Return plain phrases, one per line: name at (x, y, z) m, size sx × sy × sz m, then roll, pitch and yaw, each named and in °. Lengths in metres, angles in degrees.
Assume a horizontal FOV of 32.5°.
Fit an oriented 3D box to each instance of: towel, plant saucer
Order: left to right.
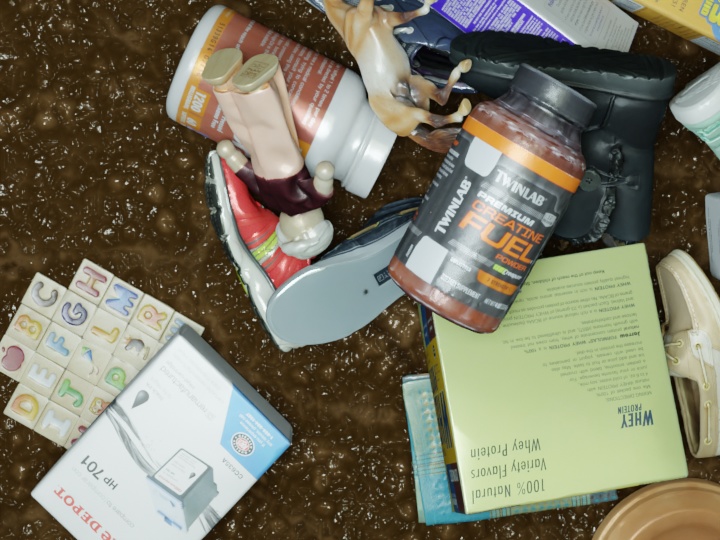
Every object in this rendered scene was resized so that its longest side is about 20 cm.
towel at (0.144, 0.163, 1.192) m, size 0.196 × 0.022 × 0.149 m, roll -7°, pitch 95°, yaw -3°
plant saucer at (0.316, 0.305, 1.200) m, size 0.196 × 0.037 × 0.204 m, roll 0°, pitch 95°, yaw -2°

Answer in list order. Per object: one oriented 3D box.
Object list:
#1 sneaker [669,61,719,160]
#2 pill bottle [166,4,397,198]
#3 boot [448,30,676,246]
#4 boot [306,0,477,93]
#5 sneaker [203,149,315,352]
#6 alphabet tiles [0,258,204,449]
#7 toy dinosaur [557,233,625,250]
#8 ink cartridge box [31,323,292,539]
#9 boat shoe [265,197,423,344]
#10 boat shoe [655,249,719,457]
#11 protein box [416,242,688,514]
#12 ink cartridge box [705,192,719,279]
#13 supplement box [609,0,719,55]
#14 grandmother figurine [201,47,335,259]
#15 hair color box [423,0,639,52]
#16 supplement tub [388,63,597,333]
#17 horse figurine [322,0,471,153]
sneaker at (0.334, -0.123, 1.084) m, size 0.073 × 0.200 × 0.119 m, roll -33°, pitch 90°, yaw 23°
pill bottle at (-0.066, -0.146, 1.113) m, size 0.198 × 0.112 × 0.114 m, roll 26°, pitch 93°, yaw -3°
boot at (0.165, -0.109, 1.070) m, size 0.197 × 0.077 × 0.170 m, roll 10°, pitch 121°, yaw 7°
boot at (0.028, -0.227, 1.112) m, size 0.197 × 0.091 × 0.073 m, roll 19°, pitch 127°, yaw -4°
sneaker at (-0.083, -0.027, 1.150) m, size 0.084 × 0.077 × 0.202 m, roll -27°, pitch 105°, yaw -10°
alphabet tiles at (-0.244, 0.095, 1.178) m, size 0.198 × 0.006 × 0.168 m, roll 30°, pitch 93°, yaw -4°
toy dinosaur at (0.170, -0.084, 1.163) m, size 0.106 × 0.060 × 0.201 m, roll -44°, pitch 105°, yaw -15°
ink cartridge box at (-0.180, 0.175, 1.142) m, size 0.146 × 0.086 × 0.200 m, roll 43°, pitch 90°, yaw -5°
boat shoe at (0.000, 0.000, 1.131) m, size 0.198 × 0.091 × 0.072 m, roll -26°, pitch 109°, yaw -7°
boat shoe at (0.312, 0.083, 1.164) m, size 0.068 × 0.074 × 0.203 m, roll -21°, pitch 96°, yaw -6°
protein box at (0.164, 0.100, 1.107) m, size 0.195 × 0.135 × 0.204 m, roll -9°, pitch 80°, yaw -2°
ink cartridge box at (0.406, -0.027, 1.093) m, size 0.143 × 0.200 × 0.086 m, roll -7°, pitch 99°, yaw -1°
supplement box at (0.310, -0.251, 1.143) m, size 0.197 × 0.069 × 0.067 m, roll 24°, pitch 95°, yaw -6°
grandmother figurine at (-0.067, -0.089, 1.052) m, size 0.060 × 0.120 × 0.202 m, roll -42°, pitch 135°, yaw -25°
hair color box at (0.147, -0.237, 1.112) m, size 0.199 × 0.110 × 0.065 m, roll 37°, pitch 131°, yaw -5°
supplement tub at (0.109, -0.059, 0.985) m, size 0.106 × 0.107 × 0.202 m, roll 27°, pitch 100°, yaw -4°
horse figurine at (0.034, -0.176, 1.048) m, size 0.050 × 0.132 × 0.202 m, roll -34°, pitch 98°, yaw -33°
